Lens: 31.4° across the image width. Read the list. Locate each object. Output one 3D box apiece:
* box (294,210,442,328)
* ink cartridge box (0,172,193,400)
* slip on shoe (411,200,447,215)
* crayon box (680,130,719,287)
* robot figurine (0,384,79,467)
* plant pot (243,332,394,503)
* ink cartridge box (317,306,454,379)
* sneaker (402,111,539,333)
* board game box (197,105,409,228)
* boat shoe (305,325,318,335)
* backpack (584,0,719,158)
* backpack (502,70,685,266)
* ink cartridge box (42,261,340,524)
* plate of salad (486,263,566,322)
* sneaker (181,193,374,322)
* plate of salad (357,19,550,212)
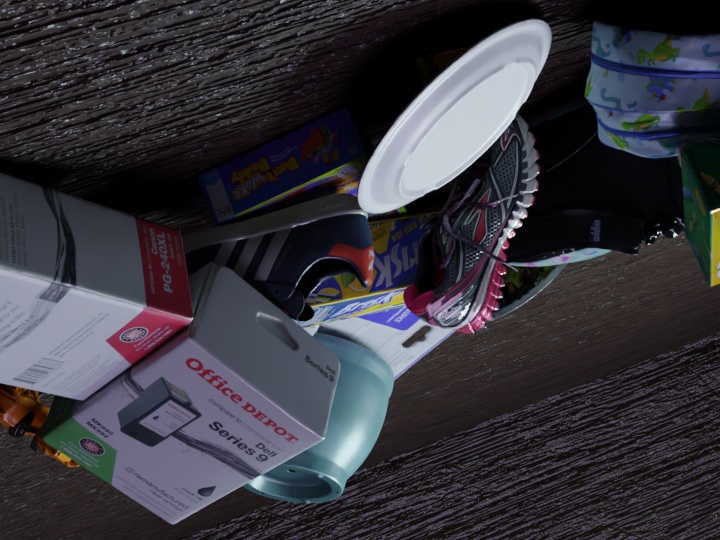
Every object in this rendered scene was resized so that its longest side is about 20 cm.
[{"bbox_3d":[0.000,0.000,1.147,0.198,0.071,0.064,-10,164,-38],"label":"box"},{"bbox_3d":[-0.242,0.012,0.905,0.145,0.084,0.199,-32,145,33],"label":"ink cartridge box"},{"bbox_3d":[0.030,-0.009,1.350,0.199,0.061,0.076,-33,130,32],"label":"slip on shoe"},{"bbox_3d":[0.321,-0.060,1.018,0.117,0.059,0.200,-23,159,7],"label":"crayon box"},{"bbox_3d":[-0.318,0.162,1.349,0.059,0.144,0.200,-57,171,-7],"label":"robot figurine"},{"bbox_3d":[-0.068,0.167,1.370,0.197,0.136,0.201,5,152,3],"label":"plant pot"},{"bbox_3d":[-0.003,0.033,1.312,0.198,0.044,0.198,21,142,-23],"label":"ink cartridge box"},{"bbox_3d":[0.097,-0.047,1.110,0.074,0.203,0.080,13,-179,-32],"label":"sneaker"},{"bbox_3d":[-0.042,-0.063,1.096,0.133,0.045,0.200,-24,165,7],"label":"board game box"},{"bbox_3d":[-0.116,0.030,1.219,0.085,0.076,0.201,14,177,-28],"label":"boat shoe"},{"bbox_3d":[0.272,-0.159,1.019,0.198,0.163,0.156,6,108,-39],"label":"backpack"},{"bbox_3d":[0.197,-0.075,1.198,0.198,0.169,0.126,-21,169,27],"label":"backpack"},{"bbox_3d":[-0.135,0.103,1.023,0.146,0.085,0.199,38,129,-24],"label":"ink cartridge box"},{"bbox_3d":[0.151,-0.023,1.348,0.199,0.048,0.201,-33,-154,18],"label":"plate of salad"},{"bbox_3d":[-0.083,0.007,1.021,0.197,0.086,0.075,-18,166,6],"label":"sneaker"},{"bbox_3d":[0.068,-0.124,0.999,0.199,0.048,0.200,-39,164,-13],"label":"plate of salad"}]
